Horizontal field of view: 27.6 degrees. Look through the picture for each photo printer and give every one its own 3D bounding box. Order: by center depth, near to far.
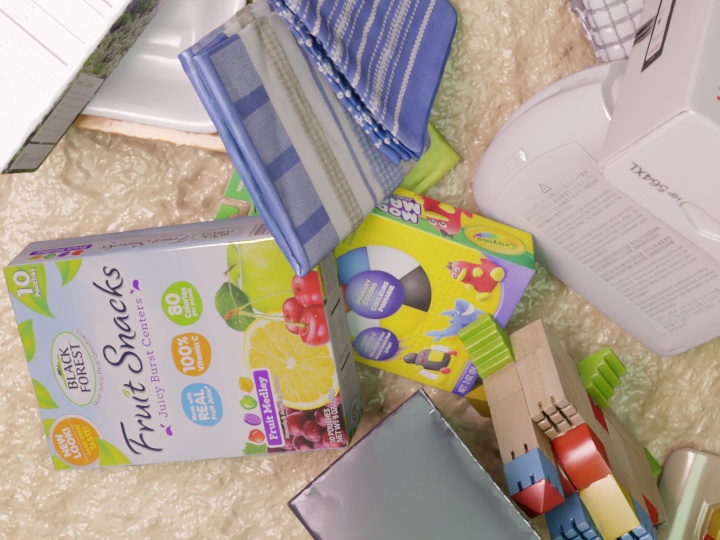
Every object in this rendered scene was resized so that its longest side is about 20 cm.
[{"bbox_3d":[0.177,-0.041,0.943,0.199,0.166,0.070,36,58,-10],"label":"photo printer"}]

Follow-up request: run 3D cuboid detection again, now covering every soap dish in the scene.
[{"bbox_3d":[-0.133,-0.184,0.904,0.155,0.081,0.203,9,96,0],"label":"soap dish"}]

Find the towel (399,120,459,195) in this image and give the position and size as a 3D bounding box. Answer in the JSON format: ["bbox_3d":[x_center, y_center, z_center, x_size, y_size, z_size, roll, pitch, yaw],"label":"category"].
[{"bbox_3d":[-0.028,-0.120,0.973,0.086,0.018,0.200,-42,102,2],"label":"towel"}]

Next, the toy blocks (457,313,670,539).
[{"bbox_3d":[0.143,0.132,0.939,0.099,0.137,0.200,-31,126,16],"label":"toy blocks"}]

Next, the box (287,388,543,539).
[{"bbox_3d":[0.054,0.178,0.905,0.104,0.200,0.183,-38,83,-4],"label":"box"}]

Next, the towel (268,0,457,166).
[{"bbox_3d":[-0.004,-0.178,0.890,0.200,0.024,0.146,50,43,-36],"label":"towel"}]

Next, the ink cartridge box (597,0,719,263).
[{"bbox_3d":[0.235,-0.111,0.851,0.145,0.084,0.202,31,57,-17],"label":"ink cartridge box"}]

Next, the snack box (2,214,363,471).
[{"bbox_3d":[-0.108,0.045,0.915,0.197,0.053,0.144,-5,108,13],"label":"snack box"}]

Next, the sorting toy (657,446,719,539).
[{"bbox_3d":[0.290,0.239,1.054,0.198,0.036,0.187,17,94,-10],"label":"sorting toy"}]

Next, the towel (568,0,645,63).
[{"bbox_3d":[0.239,-0.182,0.975,0.198,0.086,0.167,-27,106,-2],"label":"towel"}]

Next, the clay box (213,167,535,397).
[{"bbox_3d":[0.000,0.000,0.950,0.198,0.048,0.116,18,124,-11],"label":"clay box"}]

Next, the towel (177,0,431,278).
[{"bbox_3d":[-0.026,-0.100,0.883,0.024,0.200,0.148,-19,107,33],"label":"towel"}]

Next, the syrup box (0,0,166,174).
[{"bbox_3d":[-0.164,-0.156,0.827,0.081,0.079,0.201,37,95,-2],"label":"syrup box"}]
